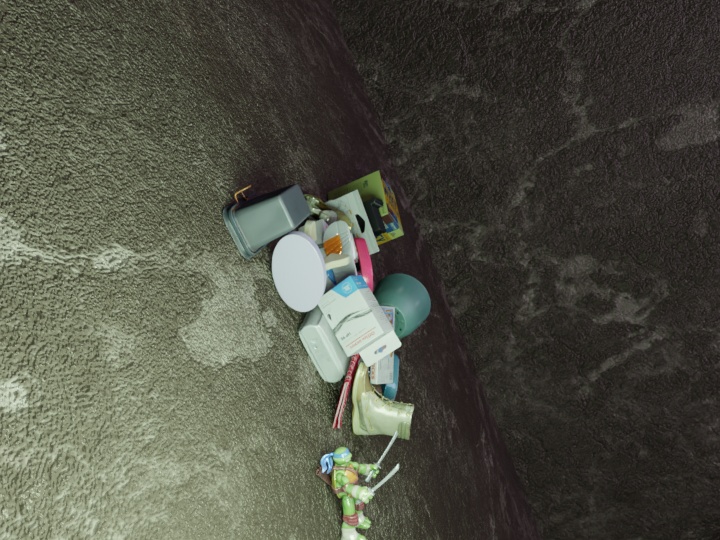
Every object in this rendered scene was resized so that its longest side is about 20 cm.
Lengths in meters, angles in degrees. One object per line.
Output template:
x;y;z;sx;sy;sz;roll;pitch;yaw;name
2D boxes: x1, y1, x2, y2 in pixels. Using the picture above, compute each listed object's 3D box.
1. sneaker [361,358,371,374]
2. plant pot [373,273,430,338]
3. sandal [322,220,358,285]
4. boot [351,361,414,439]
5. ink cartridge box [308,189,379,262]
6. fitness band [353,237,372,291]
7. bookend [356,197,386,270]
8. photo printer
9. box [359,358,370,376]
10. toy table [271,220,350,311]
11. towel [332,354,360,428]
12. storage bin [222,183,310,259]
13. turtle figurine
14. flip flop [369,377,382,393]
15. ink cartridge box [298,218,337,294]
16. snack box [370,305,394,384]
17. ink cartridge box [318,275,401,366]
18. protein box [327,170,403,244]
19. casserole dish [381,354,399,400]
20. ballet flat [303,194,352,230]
0.019;0.180;1.614;0.200;0.075;0.088;66;29;-18;sneaker
0.111;0.132;2.009;0.201;0.200;0.161;65;30;-12;plant pot
-0.043;-0.027;1.612;0.059;0.079;0.207;3;75;-71;sandal
0.058;0.326;1.530;0.072;0.154;0.200;-51;143;-69;boot
-0.049;-0.116;1.816;0.200;0.173;0.044;71;16;6;ink cartridge box
0.000;0.000;1.668;0.200;0.037;0.144;-105;-160;-48;fitness band
0.000;-0.093;1.901;0.199;0.200;0.092;70;17;9;bookend
-0.079;0.163;1.553;0.167;0.069;0.200;64;17;-17;photo printer
0.017;0.213;1.768;0.156;0.041;0.200;43;23;-10;box
-0.127;-0.016;1.455;0.117;0.184;0.200;-60;163;-59;toy table
-0.029;0.277;1.511;0.200;0.022;0.145;-69;174;-66;towel
-0.206;-0.135;1.403;0.146;0.134;0.200;65;16;-13;storage bin
0.015;0.466;1.294;0.144;0.200;0.194;-154;-120;-67;turtle figurine
0.036;0.338;1.721;0.200;0.057;0.081;0;73;-76;flip flop
-0.099;-0.017;1.693;0.146;0.086;0.200;50;26;-49;ink cartridge box
0.059;0.193;1.601;0.072;0.024;0.200;8;82;-49;snack box
-0.004;0.124;1.475;0.200;0.116;0.067;59;21;13;ink cartridge box
0.015;-0.192;2.070;0.135;0.200;0.199;48;26;-50;protein box
0.085;0.326;1.799;0.200;0.039;0.121;-78;180;-58;casserole dish
-0.109;-0.162;1.759;0.200;0.071;0.071;37;-3;33;ballet flat
